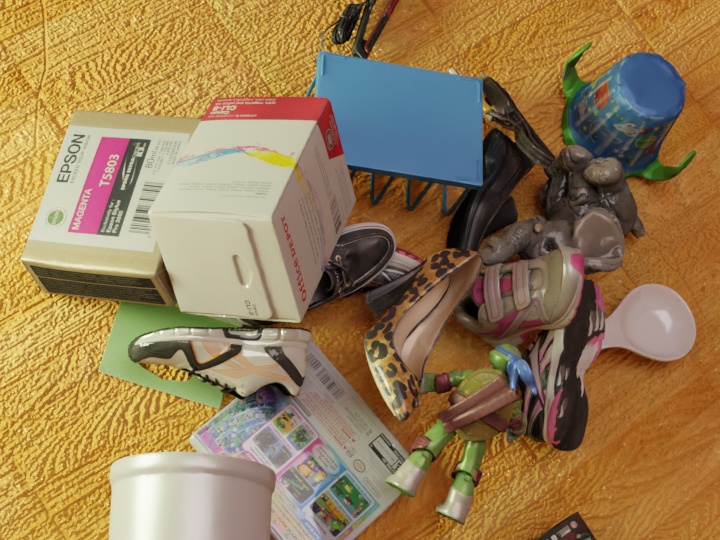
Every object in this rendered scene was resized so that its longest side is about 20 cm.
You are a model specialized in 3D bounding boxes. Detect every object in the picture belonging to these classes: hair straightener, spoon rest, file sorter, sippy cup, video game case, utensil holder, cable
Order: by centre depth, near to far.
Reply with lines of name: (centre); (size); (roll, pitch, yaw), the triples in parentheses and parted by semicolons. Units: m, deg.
utensil holder: (-0.170, 0.297, 1.482); (0.168, 0.170, 0.202); (6, 68, -14)
video game case: (-0.057, 0.204, 1.635); (0.182, 0.024, 0.200); (-38, 84, -26)
file sorter: (0.030, -0.151, 1.752); (0.198, 0.123, 0.140); (8, 66, -14)
spoon rest: (0.315, 0.076, 1.777); (0.199, 0.061, 0.100); (-17, 74, -21)
cable: (0.179, -0.172, 1.804); (0.097, 0.050, 0.201); (30, 23, -48)
sippy cup: (0.336, -0.201, 1.859); (0.176, 0.130, 0.141); (16, 65, -10)
hair straightener: (-0.003, -0.318, 1.864); (0.077, 0.041, 0.201); (27, 68, -4)

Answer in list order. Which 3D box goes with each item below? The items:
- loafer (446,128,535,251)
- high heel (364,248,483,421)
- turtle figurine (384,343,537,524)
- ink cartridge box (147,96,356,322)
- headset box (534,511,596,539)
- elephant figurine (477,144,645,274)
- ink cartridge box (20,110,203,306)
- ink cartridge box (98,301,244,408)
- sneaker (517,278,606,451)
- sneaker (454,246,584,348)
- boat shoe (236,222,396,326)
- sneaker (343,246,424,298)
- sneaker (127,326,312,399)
loafer: (0.158, -0.076, 1.789); (0.072, 0.073, 0.201); (26, 64, -8)
high heel: (0.077, 0.062, 1.601); (0.071, 0.142, 0.201); (49, 23, -39)
turtle figurine: (0.106, 0.169, 1.654); (0.144, 0.199, 0.195); (37, 77, -41)
ink cartridge box: (-0.110, -0.066, 1.575); (0.143, 0.146, 0.201); (3, 42, 19)
headset box: (0.225, 0.389, 1.612); (0.148, 0.077, 0.201); (-28, 77, -25)
elephant figurine: (0.242, -0.034, 1.768); (0.154, 0.142, 0.201); (18, 60, 16)
ink cartridge box: (-0.257, -0.071, 1.622); (0.163, 0.075, 0.201); (5, 63, 16)
ink cartridge box: (-0.193, 0.035, 1.652); (0.144, 0.048, 0.201); (18, 62, -9)
sneaker: (0.215, 0.100, 1.705); (0.080, 0.086, 0.202); (26, 74, -44)
sneaker: (0.173, 0.030, 1.668); (0.088, 0.200, 0.082); (17, 56, -26)
boat shoe: (-0.045, 0.007, 1.627); (0.199, 0.066, 0.070); (-22, 104, -13)
sneaker: (0.000, 0.000, 1.715); (0.198, 0.081, 0.075); (14, 94, -12)
sneaker: (-0.149, 0.099, 1.600); (0.198, 0.074, 0.081); (2, 88, -10)
